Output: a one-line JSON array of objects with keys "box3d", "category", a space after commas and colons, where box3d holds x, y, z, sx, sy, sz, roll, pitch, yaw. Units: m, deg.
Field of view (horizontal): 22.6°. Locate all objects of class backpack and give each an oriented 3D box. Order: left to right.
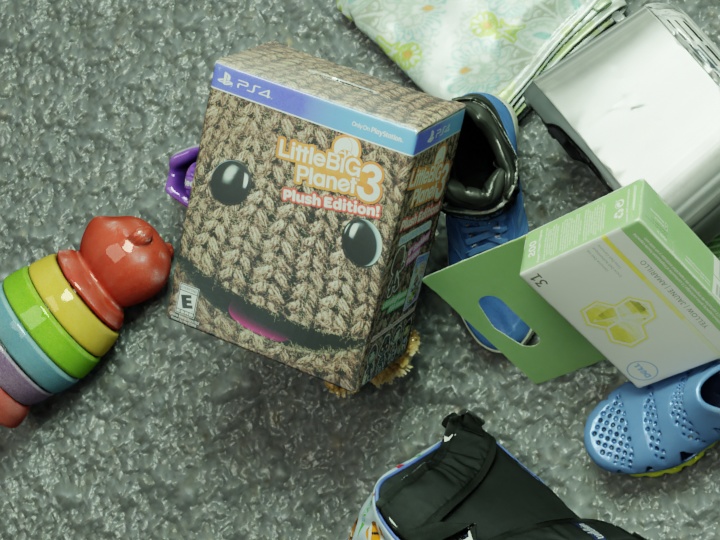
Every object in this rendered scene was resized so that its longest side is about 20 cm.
[{"box3d": [0.075, 0.212, 1.273, 0.200, 0.190, 0.155, 35, 109, 27], "category": "backpack"}]

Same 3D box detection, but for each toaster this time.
[{"box3d": [0.222, -0.096, 1.297, 0.129, 0.114, 0.200, -40, 68, 8], "category": "toaster"}]

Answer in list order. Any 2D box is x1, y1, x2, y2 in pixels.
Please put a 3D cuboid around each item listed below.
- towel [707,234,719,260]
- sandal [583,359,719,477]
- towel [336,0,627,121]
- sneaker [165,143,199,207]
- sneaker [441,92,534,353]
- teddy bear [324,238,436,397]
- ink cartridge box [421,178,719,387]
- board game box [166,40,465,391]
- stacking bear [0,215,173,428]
[{"box3d": [0.295, -0.065, 1.334, 0.199, 0.023, 0.153, -22, 70, 16], "category": "towel"}, {"box3d": [0.249, 0.091, 1.282, 0.199, 0.087, 0.080, -24, 71, 19], "category": "sandal"}, {"box3d": [0.095, -0.218, 1.444, 0.171, 0.048, 0.200, -46, 64, 7], "category": "towel"}, {"box3d": [-0.090, -0.062, 1.424, 0.200, 0.088, 0.081, 18, 98, 54], "category": "sneaker"}, {"box3d": [0.089, -0.034, 1.347, 0.076, 0.111, 0.201, -2, 93, 16], "category": "sneaker"}, {"box3d": [0.000, 0.000, 1.409, 0.145, 0.067, 0.201, 2, 83, 60], "category": "teddy bear"}, {"box3d": [0.159, 0.028, 1.274, 0.200, 0.145, 0.048, -26, 35, 35], "category": "ink cartridge box"}, {"box3d": [-0.033, -0.041, 1.293, 0.159, 0.097, 0.201, 20, 112, 17], "category": "board game box"}, {"box3d": [-0.247, 0.029, 1.509, 0.200, 0.121, 0.114, -38, 63, 3], "category": "stacking bear"}]
